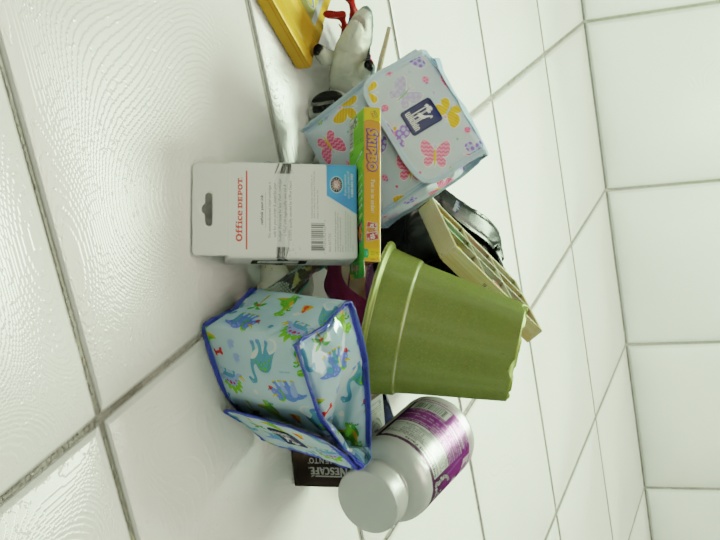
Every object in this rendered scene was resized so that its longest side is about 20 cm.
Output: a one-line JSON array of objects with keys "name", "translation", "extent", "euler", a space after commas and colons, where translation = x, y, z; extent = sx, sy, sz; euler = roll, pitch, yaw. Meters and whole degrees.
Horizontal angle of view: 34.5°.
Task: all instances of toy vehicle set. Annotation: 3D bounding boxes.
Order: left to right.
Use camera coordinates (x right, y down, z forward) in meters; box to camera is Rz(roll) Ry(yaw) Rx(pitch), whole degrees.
[{"name": "toy vehicle set", "translation": [0.160, 0.000, 1.551], "extent": [0.200, 0.026, 0.125], "euler": [42, 17, -32]}]

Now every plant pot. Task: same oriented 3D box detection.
[{"name": "plant pot", "translation": [0.106, 0.082, 1.443], "extent": [0.200, 0.188, 0.202], "euler": [13, 90, -82]}]

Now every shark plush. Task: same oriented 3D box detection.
[{"name": "shark plush", "translation": [0.000, -0.285, 1.681], "extent": [0.201, 0.090, 0.084], "euler": [73, 34, -54]}]

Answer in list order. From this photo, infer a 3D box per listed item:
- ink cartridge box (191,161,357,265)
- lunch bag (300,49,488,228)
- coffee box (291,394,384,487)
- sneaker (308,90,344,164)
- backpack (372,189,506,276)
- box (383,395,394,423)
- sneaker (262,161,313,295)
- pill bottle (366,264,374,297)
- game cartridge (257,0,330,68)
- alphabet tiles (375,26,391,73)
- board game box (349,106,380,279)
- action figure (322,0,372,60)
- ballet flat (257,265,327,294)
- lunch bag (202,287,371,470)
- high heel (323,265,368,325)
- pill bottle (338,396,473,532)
[{"name": "ink cartridge box", "translation": [-0.106, -0.067, 1.404], "extent": [0.068, 0.198, 0.117], "euler": [146, -56, -77]}, {"name": "lunch bag", "translation": [0.048, -0.171, 1.520], "extent": [0.171, 0.199, 0.127], "euler": [61, 23, 6]}, {"name": "coffee box", "translation": [-0.033, 0.183, 1.556], "extent": [0.080, 0.112, 0.203], "euler": [-13, 98, -65]}, {"name": "sneaker", "translation": [-0.035, -0.152, 1.656], "extent": [0.081, 0.074, 0.202], "euler": [47, 45, -67]}, {"name": "backpack", "translation": [0.114, -0.022, 1.665], "extent": [0.199, 0.126, 0.169], "euler": [17, 70, -36]}, {"name": "box", "translation": [0.020, 0.189, 1.675], "extent": [0.201, 0.032, 0.122], "euler": [72, -9, -45]}, {"name": "sneaker", "translation": [-0.085, -0.048, 1.520], "extent": [0.073, 0.070, 0.202], "euler": [-57, 139, -53]}, {"name": "pill bottle", "translation": [0.038, 0.034, 1.737], "extent": [0.113, 0.111, 0.202], "euler": [59, 35, -45]}, {"name": "game cartridge", "translation": [-0.090, -0.414, 1.610], "extent": [0.177, 0.032, 0.202], "euler": [57, 37, -48]}, {"name": "alphabet tiles", "translation": [0.016, -0.249, 1.711], "extent": [0.168, 0.007, 0.201], "euler": [-77, 180, -52]}, {"name": "board game box", "translation": [0.005, -0.091, 1.416], "extent": [0.096, 0.030, 0.203], "euler": [167, -75, -79]}, {"name": "action figure", "translation": [-0.015, -0.331, 1.728], "extent": [0.201, 0.051, 0.066], "euler": [67, 36, -56]}, {"name": "ballet flat", "translation": [-0.079, -0.013, 1.472], "extent": [0.071, 0.200, 0.069], "euler": [50, -8, -17]}, {"name": "lunch bag", "translation": [-0.078, 0.137, 1.373], "extent": [0.127, 0.169, 0.202], "euler": [-38, 124, -38]}, {"name": "high heel", "translation": [0.000, 0.000, 1.543], "extent": [0.067, 0.096, 0.201], "euler": [44, 14, -36]}, {"name": "pill bottle", "translation": [0.057, 0.247, 1.466], "extent": [0.200, 0.111, 0.114], "euler": [-32, 116, -54]}]
